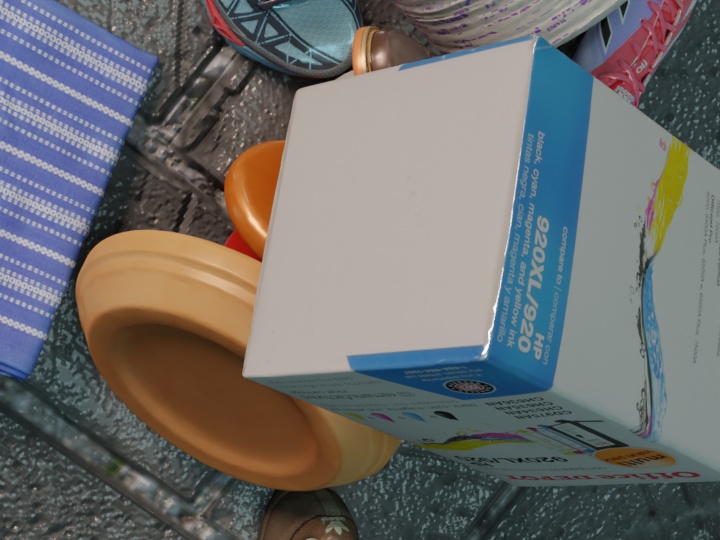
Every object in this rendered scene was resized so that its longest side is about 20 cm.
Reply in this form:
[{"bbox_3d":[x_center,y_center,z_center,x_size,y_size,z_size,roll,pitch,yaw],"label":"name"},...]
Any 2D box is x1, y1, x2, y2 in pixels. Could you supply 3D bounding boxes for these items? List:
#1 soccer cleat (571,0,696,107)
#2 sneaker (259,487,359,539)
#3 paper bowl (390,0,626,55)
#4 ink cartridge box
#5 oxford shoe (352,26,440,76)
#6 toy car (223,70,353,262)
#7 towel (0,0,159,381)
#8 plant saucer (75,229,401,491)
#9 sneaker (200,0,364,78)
[{"bbox_3d":[0.156,-0.125,0.946,0.067,0.076,0.200,32,93,-23],"label":"soccer cleat"},{"bbox_3d":[-0.039,0.233,0.973,0.070,0.076,0.201,0,103,-19],"label":"sneaker"},{"bbox_3d":[0.087,-0.213,0.830,0.104,0.201,0.201,41,89,-28],"label":"paper bowl"},{"bbox_3d":[0.074,0.008,0.734,0.200,0.147,0.145,26,66,-42],"label":"ink cartridge box"},{"bbox_3d":[0.070,-0.078,0.830,0.200,0.073,0.072,29,53,-47],"label":"oxford shoe"},{"bbox_3d":[0.000,0.000,0.896,0.150,0.175,0.200,-22,124,28],"label":"toy car"},{"bbox_3d":[-0.197,-0.053,0.835,0.145,0.024,0.201,27,80,-39],"label":"towel"},{"bbox_3d":[-0.072,0.059,0.857,0.200,0.200,0.038,45,56,-23],"label":"plant saucer"},{"bbox_3d":[-0.062,-0.180,0.848,0.079,0.096,0.200,-40,112,-4],"label":"sneaker"}]
